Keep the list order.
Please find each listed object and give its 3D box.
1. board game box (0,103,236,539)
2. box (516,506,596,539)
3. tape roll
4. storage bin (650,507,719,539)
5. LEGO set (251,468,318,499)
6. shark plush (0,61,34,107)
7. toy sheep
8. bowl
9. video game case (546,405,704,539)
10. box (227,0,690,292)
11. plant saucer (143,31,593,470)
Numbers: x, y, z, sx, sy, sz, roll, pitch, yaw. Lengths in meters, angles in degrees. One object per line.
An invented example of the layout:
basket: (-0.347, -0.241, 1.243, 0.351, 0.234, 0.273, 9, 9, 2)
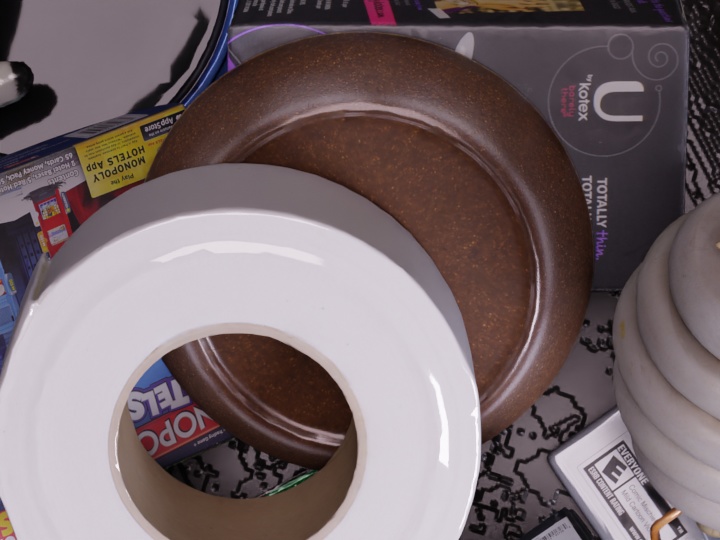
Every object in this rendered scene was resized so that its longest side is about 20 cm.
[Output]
board game box: (-0.144, 0.053, 1.250, 0.199, 0.062, 0.201, -22, 103, -27)
box: (0.072, 0.211, 1.232, 0.159, 0.200, 0.046, -36, 44, 1)
tape roll: (-0.051, 0.060, 1.175, 0.201, 0.071, 0.204, 0, 108, 0)
storage bin: (0.196, 0.099, 1.229, 0.145, 0.134, 0.201, -26, 86, 2)
LEGO set: (-0.027, 0.176, 1.288, 0.199, 0.116, 0.154, -34, 58, -8)
shark plush: (-0.231, -0.075, 1.280, 0.200, 0.091, 0.083, -49, 45, 11)
toy sheep: (0.158, 0.032, 1.091, 0.137, 0.201, 0.138, 1, 46, -1)
bowl: (-0.145, -0.136, 1.321, 0.199, 0.039, 0.202, 0, 88, 2)
video game case: (0.215, 0.115, 1.305, 0.182, 0.022, 0.201, -35, 86, 1)
box: (0.043, -0.063, 1.263, 0.198, 0.106, 0.123, 1, 108, 3)
plant saucer: (0.000, 0.000, 1.212, 0.199, 0.035, 0.202, 1, 109, 3)
